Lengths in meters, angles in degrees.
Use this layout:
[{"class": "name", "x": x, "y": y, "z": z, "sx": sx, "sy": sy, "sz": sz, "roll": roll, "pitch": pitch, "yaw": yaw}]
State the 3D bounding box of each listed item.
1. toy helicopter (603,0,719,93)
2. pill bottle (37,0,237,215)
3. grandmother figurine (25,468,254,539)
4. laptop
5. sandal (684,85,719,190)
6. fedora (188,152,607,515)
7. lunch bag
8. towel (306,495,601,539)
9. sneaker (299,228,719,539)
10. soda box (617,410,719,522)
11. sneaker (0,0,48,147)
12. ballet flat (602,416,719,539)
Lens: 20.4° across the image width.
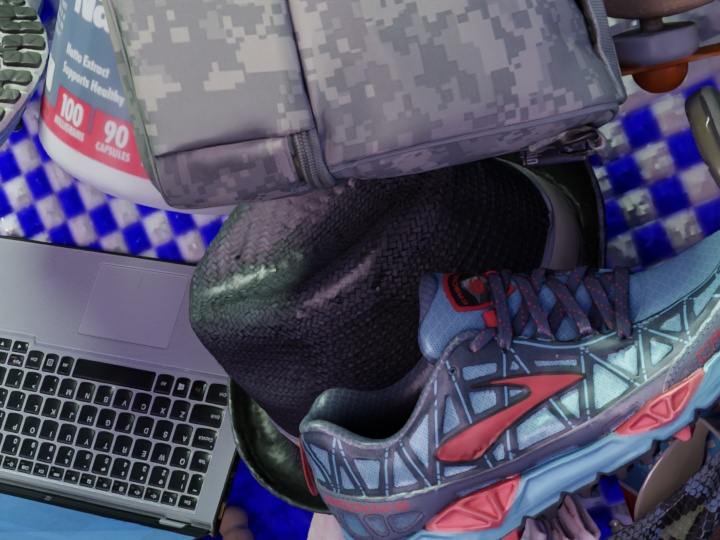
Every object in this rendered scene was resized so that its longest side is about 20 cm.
[{"class": "toy helicopter", "x": 0.145, "y": -0.117, "z": 0.764, "sx": 0.199, "sy": 0.079, "sz": 0.133, "roll": 21, "pitch": 109, "yaw": 15}, {"class": "pill bottle", "x": -0.065, "y": -0.137, "z": 0.864, "sx": 0.119, "sy": 0.119, "sz": 0.201, "roll": 26, "pitch": 116, "yaw": 25}, {"class": "grandmother figurine", "x": -0.097, "y": 0.165, "z": 0.975, "sx": 0.121, "sy": 0.061, "sz": 0.200, "roll": -47, "pitch": 62, "yaw": -3}, {"class": "laptop", "x": -0.161, "y": 0.067, "z": 0.933, "sx": 0.187, "sy": 0.116, "sz": 0.201, "roll": 8, "pitch": 74, "yaw": 31}, {"class": "sandal", "x": 0.207, "y": -0.008, "z": 0.759, "sx": 0.201, "sy": 0.080, "sz": 0.057, "roll": 38, "pitch": 104, "yaw": 9}, {"class": "fedora", "x": 0.000, "y": 0.000, "z": 0.825, "sx": 0.200, "sy": 0.092, "sz": 0.201, "roll": -24, "pitch": 49, "yaw": 30}, {"class": "lunch bag", "x": -0.001, "y": -0.125, "z": 0.719, "sx": 0.167, "sy": 0.139, "sz": 0.201, "roll": -10, "pitch": 95, "yaw": 13}, {"class": "towel", "x": 0.025, "y": 0.135, "z": 0.875, "sx": 0.191, "sy": 0.032, "sz": 0.201, "roll": -122, "pitch": 44, "yaw": -53}, {"class": "sneaker", "x": 0.062, "y": 0.034, "z": 0.729, "sx": 0.200, "sy": 0.079, "sz": 0.096, "roll": -36, "pitch": 102, "yaw": 11}, {"class": "soda box", "x": 0.154, "y": 0.096, "z": 0.821, "sx": 0.068, "sy": 0.064, "sz": 0.201, "roll": -18, "pitch": 92, "yaw": 35}, {"class": "sneaker", "x": -0.180, "y": -0.087, "z": 0.931, "sx": 0.078, "sy": 0.200, "sz": 0.089, "roll": 5, "pitch": 124, "yaw": -2}, {"class": "ballet flat", "x": 0.149, "y": 0.069, "z": 0.742, "sx": 0.074, "sy": 0.074, "sz": 0.200, "roll": 47, "pitch": 119, "yaw": 13}]
